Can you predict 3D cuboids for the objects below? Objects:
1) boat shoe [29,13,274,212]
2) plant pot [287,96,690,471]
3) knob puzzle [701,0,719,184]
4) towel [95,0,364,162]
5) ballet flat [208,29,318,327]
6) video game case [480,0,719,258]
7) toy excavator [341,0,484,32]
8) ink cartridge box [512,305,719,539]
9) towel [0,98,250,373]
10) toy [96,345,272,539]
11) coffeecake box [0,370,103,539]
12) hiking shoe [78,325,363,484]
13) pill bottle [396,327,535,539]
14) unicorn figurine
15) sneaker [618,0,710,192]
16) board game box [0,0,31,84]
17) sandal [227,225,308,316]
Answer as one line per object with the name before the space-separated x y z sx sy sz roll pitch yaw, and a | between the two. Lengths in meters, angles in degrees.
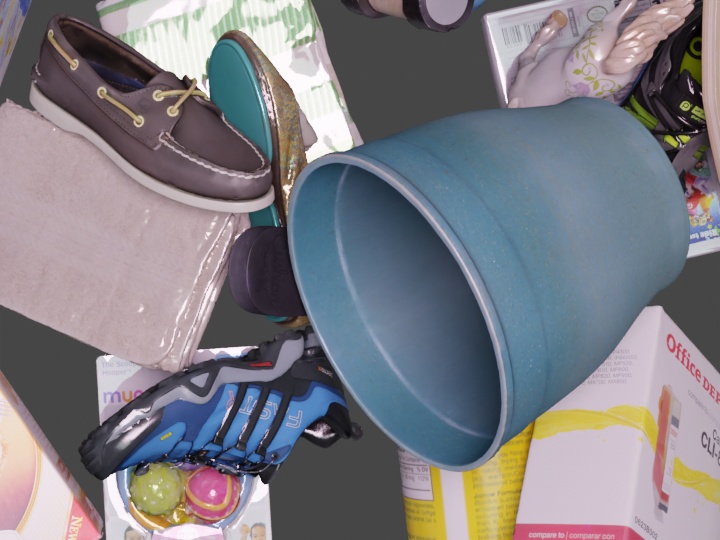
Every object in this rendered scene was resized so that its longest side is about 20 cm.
boat shoe | -0.135 -0.102 1.051 0.201 0.072 0.061 29 123 24
plant pot | 0.089 -0.012 0.978 0.187 0.200 0.201 -28 94 -27
knob puzzle | 0.279 -0.144 1.089 0.030 0.219 0.221 8 89 35
towel | -0.085 -0.114 1.126 0.152 0.023 0.201 -20 94 -5
ballet flat | -0.053 -0.063 1.091 0.070 0.071 0.201 -13 95 -7
video game case | 0.175 -0.098 1.158 0.142 0.018 0.201 -13 92 -7
toy excavator | 0.074 -0.280 1.104 0.199 0.100 0.195 -27 118 -28
ink cartridge box | 0.175 0.142 1.058 0.145 0.083 0.201 42 52 -44
towel | -0.180 -0.022 1.082 0.199 0.034 0.133 23 87 15
toy | -0.118 0.156 1.109 0.114 0.047 0.201 -3 91 -9
coffeecake box | -0.288 0.134 1.076 0.153 0.073 0.201 -34 94 -7
hiking shoe | -0.086 0.103 1.062 0.199 0.074 0.087 -21 81 -33
pill bottle | 0.084 0.137 1.100 0.114 0.114 0.201 -6 91 -7
unicorn figurine | 0.138 -0.123 1.088 0.074 0.200 0.138 33 59 -1
sneaker | 0.211 -0.101 1.111 0.070 0.083 0.200 26 88 -6
board game box | -0.253 -0.160 1.017 0.056 0.196 0.201 20 88 -7
sandal | 0.000 0.001 1.066 0.200 0.043 0.077 -11 101 -46
